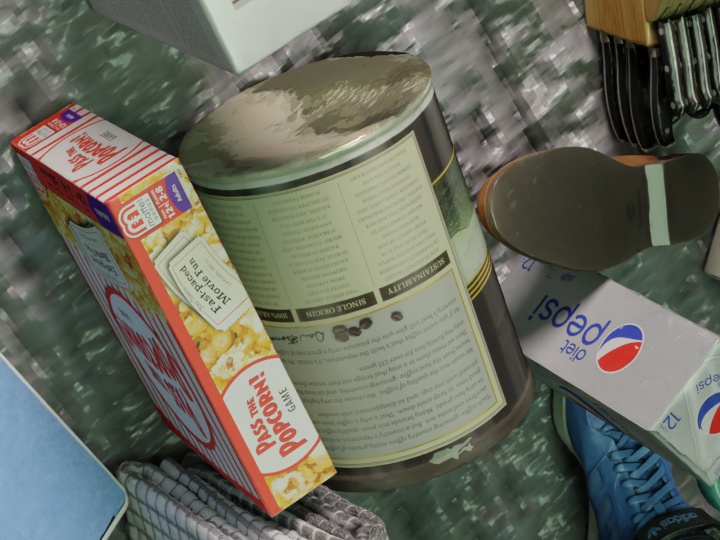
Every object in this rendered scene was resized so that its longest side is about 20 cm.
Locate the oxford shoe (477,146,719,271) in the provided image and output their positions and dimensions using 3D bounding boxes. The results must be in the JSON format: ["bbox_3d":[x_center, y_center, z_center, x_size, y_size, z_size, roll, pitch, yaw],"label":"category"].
[{"bbox_3d":[0.128,-0.037,1.258,0.200,0.071,0.072,-2,95,-47],"label":"oxford shoe"}]

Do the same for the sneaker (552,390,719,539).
[{"bbox_3d":[0.182,0.138,1.338,0.077,0.111,0.201,-16,111,-22],"label":"sneaker"}]

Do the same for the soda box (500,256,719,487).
[{"bbox_3d":[0.150,0.051,1.243,0.063,0.200,0.068,41,85,-32],"label":"soda box"}]

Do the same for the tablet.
[{"bbox_3d":[-0.213,0.099,1.127,0.200,0.014,0.130,51,44,-21],"label":"tablet"}]

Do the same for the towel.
[{"bbox_3d":[-0.047,0.196,1.188,0.085,0.200,0.166,-20,113,-29],"label":"towel"}]

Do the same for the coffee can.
[{"bbox_3d":[0.000,0.000,1.182,0.146,0.146,0.201,-28,116,-18],"label":"coffee can"}]

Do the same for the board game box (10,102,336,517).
[{"bbox_3d":[-0.100,0.018,1.134,0.046,0.151,0.200,-33,117,-15],"label":"board game box"}]

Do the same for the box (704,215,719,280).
[{"bbox_3d":[0.292,-0.079,1.356,0.082,0.068,0.201,12,99,-29],"label":"box"}]

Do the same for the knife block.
[{"bbox_3d":[0.169,-0.179,1.277,0.064,0.176,0.200,-17,67,-23],"label":"knife block"}]

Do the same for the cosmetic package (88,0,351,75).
[{"bbox_3d":[-0.092,-0.171,1.053,0.071,0.200,0.102,-34,118,-15],"label":"cosmetic package"}]

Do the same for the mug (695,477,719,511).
[{"bbox_3d":[0.322,0.097,1.368,0.185,0.152,0.115,-18,108,-44],"label":"mug"}]
